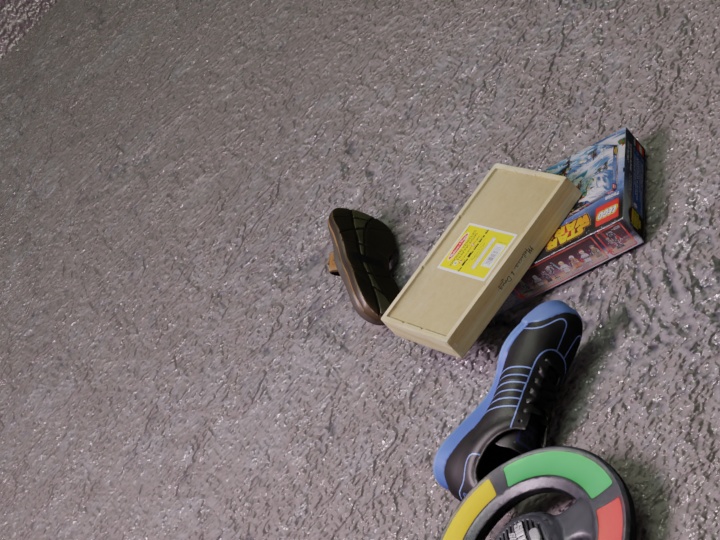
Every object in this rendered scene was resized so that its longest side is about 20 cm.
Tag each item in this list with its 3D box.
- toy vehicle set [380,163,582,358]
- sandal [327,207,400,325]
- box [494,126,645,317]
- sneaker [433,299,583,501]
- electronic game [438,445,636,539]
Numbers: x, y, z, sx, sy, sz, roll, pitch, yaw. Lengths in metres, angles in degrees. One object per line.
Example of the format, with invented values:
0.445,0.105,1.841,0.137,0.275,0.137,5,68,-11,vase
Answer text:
0.115,-0.013,1.857,0.201,0.026,0.124,-53,29,-11,toy vehicle set
0.000,0.000,2.049,0.055,0.081,0.201,-56,29,29,sandal
0.186,-0.043,1.871,0.199,0.040,0.138,-28,33,31,box
0.146,0.121,1.692,0.201,0.070,0.078,-57,32,-6,sneaker
0.137,0.233,1.560,0.199,0.042,0.201,-28,40,26,electronic game
